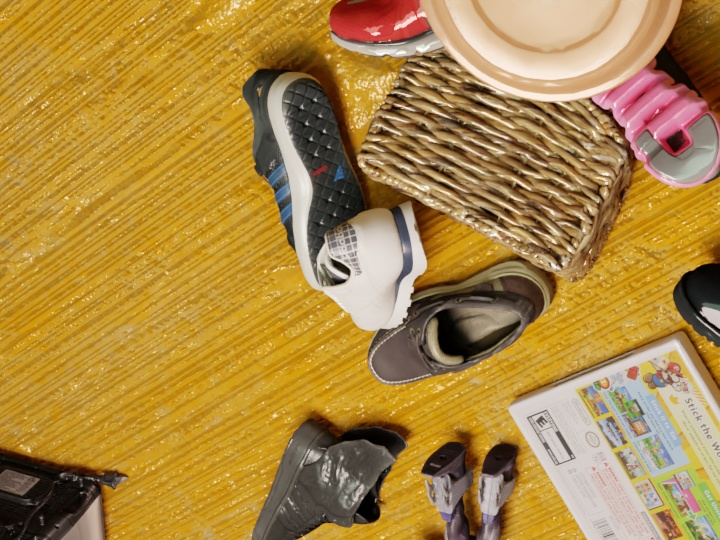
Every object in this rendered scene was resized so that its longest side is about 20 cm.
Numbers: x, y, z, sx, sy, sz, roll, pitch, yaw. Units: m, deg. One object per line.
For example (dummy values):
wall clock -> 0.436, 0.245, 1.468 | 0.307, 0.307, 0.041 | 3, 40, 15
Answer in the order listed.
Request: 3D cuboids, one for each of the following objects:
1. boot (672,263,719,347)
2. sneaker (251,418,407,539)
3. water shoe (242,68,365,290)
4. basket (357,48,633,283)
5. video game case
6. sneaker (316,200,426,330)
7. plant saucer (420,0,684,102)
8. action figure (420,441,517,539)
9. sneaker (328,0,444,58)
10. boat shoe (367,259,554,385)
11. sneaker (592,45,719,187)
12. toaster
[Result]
boot -> 0.359, 0.007, 1.482 | 0.199, 0.077, 0.169 | 29, 129, 4
sneaker -> -0.030, 0.215, 1.816 | 0.104, 0.060, 0.201 | 30, 123, 17
water shoe -> -0.048, -0.082, 1.676 | 0.079, 0.071, 0.201 | 24, 131, 49
basket -> 0.118, -0.096, 1.568 | 0.199, 0.149, 0.143 | 28, 92, 13
video game case -> 0.248, 0.167, 1.665 | 0.181, 0.023, 0.201 | -25, 101, 36
sneaker -> 0.000, 0.000, 1.627 | 0.200, 0.080, 0.077 | 103, 150, -66
plant saucer -> 0.135, -0.217, 1.408 | 0.199, 0.032, 0.202 | 6, 114, 14
action figure -> 0.100, 0.250, 1.761 | 0.129, 0.069, 0.201 | 7, 122, 19
sneaker -> 0.063, -0.223, 1.489 | 0.199, 0.077, 0.085 | -12, 128, 21
boat shoe -> 0.074, 0.052, 1.669 | 0.200, 0.065, 0.073 | -32, 100, 38
sneaker -> 0.216, -0.143, 1.483 | 0.079, 0.095, 0.201 | -37, 70, 22
toaster -> -0.358, 0.277, 1.955 | 0.199, 0.181, 0.119 | 11, 123, 24
